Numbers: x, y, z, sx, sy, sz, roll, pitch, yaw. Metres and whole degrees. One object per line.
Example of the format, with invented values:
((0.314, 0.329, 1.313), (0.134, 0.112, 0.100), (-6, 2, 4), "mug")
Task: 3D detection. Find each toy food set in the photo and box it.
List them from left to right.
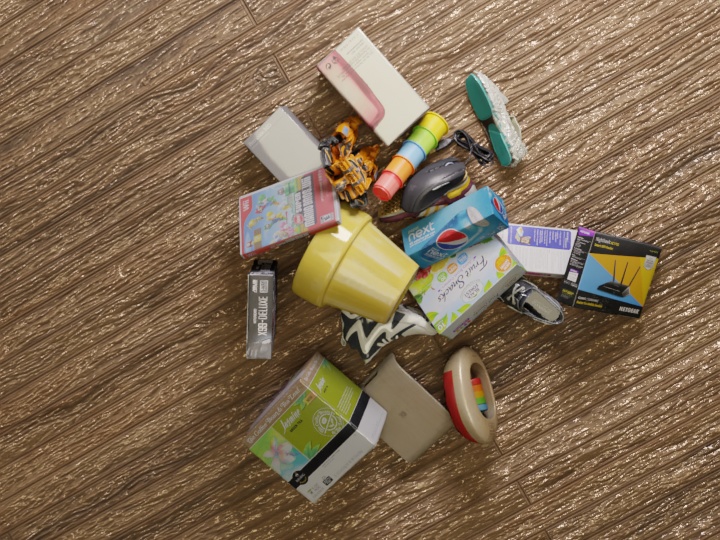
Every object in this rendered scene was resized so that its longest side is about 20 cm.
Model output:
((0.089, 0.282, 1.797), (0.200, 0.060, 0.144), (43, 108, -4), "toy food set")

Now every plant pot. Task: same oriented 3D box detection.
((0.000, 0.000, 1.664), (0.188, 0.201, 0.201), (30, 98, 6), "plant pot")

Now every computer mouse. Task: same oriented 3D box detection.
((0.143, -0.200, 1.676), (0.200, 0.141, 0.046), (-34, 132, 2), "computer mouse")

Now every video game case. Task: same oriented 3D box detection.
((-0.133, -0.111, 1.624), (0.199, 0.143, 0.017), (-19, 142, 15), "video game case")

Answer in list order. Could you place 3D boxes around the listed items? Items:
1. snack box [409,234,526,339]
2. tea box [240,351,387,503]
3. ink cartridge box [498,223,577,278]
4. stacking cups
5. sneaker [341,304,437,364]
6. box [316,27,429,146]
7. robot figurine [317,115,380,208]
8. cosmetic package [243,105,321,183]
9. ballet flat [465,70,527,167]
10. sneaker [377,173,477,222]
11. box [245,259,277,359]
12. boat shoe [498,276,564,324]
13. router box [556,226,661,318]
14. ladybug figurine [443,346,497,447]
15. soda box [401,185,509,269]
((0.201, 0.015, 1.699), (0.200, 0.053, 0.142), (-44, 54, 15), "snack box")
((-0.090, 0.309, 1.738), (0.197, 0.134, 0.200), (41, 113, -3), "tea box")
((0.348, -0.039, 1.733), (0.199, 0.037, 0.095), (5, 74, 2), "ink cartridge box")
((0.091, -0.213, 1.670), (0.060, 0.060, 0.200), (40, 69, -5), "stacking cups")
((0.051, 0.133, 1.758), (0.198, 0.080, 0.130), (13, 100, -1), "sneaker")
((0.024, -0.343, 1.660), (0.109, 0.128, 0.200), (-41, 96, 7), "box")
((-0.016, -0.205, 1.636), (0.058, 0.200, 0.145), (-26, 116, 24), "robot figurine")
((-0.119, -0.213, 1.704), (0.200, 0.090, 0.107), (44, 101, -8), "cosmetic package")
((0.266, -0.297, 1.704), (0.072, 0.072, 0.201), (-23, 100, 4), "ballet flat")
((0.133, -0.123, 1.720), (0.199, 0.075, 0.090), (-21, 126, 20), "sneaker")
((-0.188, 0.070, 1.690), (0.050, 0.200, 0.159), (2, 99, -4), "box")
((0.316, 0.049, 1.746), (0.200, 0.068, 0.072), (33, 97, -3), "boat shoe")
((0.481, 0.006, 1.698), (0.199, 0.051, 0.150), (9, 100, -35), "router box")
((0.215, 0.253, 1.748), (0.072, 0.136, 0.201), (-21, 71, 30), "ladybug figurine")
((0.179, -0.080, 1.678), (0.200, 0.068, 0.064), (-27, 142, 29), "soda box")
